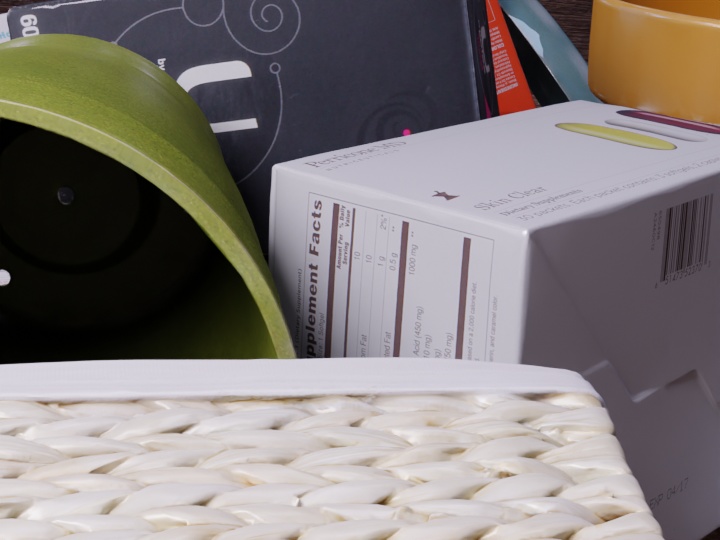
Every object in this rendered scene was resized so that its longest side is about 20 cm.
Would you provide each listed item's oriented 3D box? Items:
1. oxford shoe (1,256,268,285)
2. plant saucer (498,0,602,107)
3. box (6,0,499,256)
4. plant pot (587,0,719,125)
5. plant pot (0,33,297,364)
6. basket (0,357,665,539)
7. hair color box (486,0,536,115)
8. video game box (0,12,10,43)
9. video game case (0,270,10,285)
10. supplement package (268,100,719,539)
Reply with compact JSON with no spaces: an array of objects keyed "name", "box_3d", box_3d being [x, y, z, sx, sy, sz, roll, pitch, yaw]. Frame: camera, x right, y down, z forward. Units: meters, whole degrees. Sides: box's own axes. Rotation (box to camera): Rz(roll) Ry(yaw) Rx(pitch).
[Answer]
[{"name":"oxford shoe","box_3d":[-0.070,0.035,0.724,0.199,0.074,0.071,-4,8,9]},{"name":"plant saucer","box_3d":[0.146,-0.120,1.135,0.027,0.201,0.200,-33,18,4]},{"name":"box","box_3d":[-0.040,-0.073,0.735,0.199,0.123,0.106,-7,10,10]},{"name":"plant pot","box_3d":[0.218,-0.054,0.907,0.199,0.185,0.200,4,16,-1]},{"name":"plant pot","box_3d":[-0.115,0.005,0.569,0.199,0.202,0.193,3,24,-1]},{"name":"basket","box_3d":[-0.026,0.107,0.411,0.199,0.136,0.123,0,20,-9]},{"name":"hair color box","box_3d":[0.074,-0.128,1.096,0.061,0.201,0.102,-23,17,0]},{"name":"video game box","box_3d":[-0.224,-0.095,0.965,0.182,0.047,0.200,-18,-7,-42]},{"name":"video game case","box_3d":[-0.204,0.007,0.850,0.199,0.036,0.181,-6,27,-27]},{"name":"supplement package","box_3d":[0.069,0.029,0.622,0.110,0.157,0.199,15,21,37]}]
